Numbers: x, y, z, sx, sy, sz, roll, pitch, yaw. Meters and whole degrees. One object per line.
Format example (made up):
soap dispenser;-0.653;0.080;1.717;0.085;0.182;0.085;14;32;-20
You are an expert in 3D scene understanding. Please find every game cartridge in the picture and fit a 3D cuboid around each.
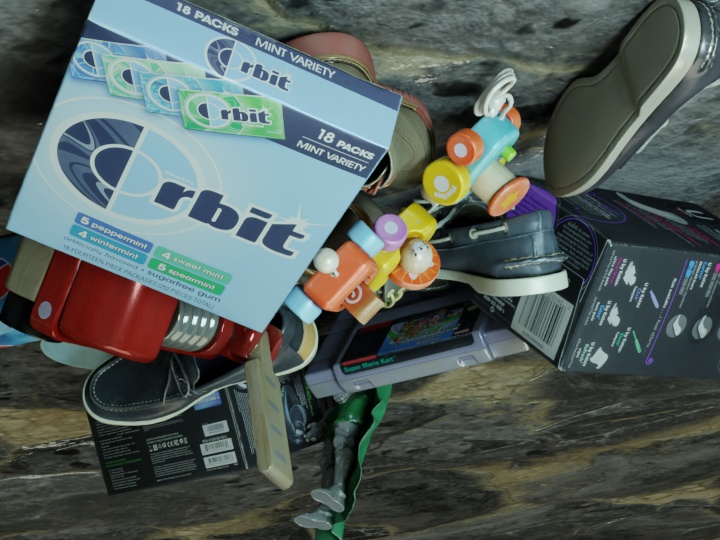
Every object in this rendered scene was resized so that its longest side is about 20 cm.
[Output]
game cartridge;0.058;0.042;1.302;0.200;0.038;0.130;-15;-160;27

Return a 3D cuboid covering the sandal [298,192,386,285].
sandal;-0.022;-0.029;1.103;0.055;0.082;0.200;34;174;29

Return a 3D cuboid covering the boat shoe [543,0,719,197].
boat shoe;0.177;-0.100;0.990;0.063;0.073;0.200;3;155;-20

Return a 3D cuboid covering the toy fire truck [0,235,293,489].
toy fire truck;-0.122;0.047;1.065;0.200;0.129;0.176;23;-178;34

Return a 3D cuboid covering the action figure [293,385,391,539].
action figure;-0.010;0.126;1.336;0.055;0.200;0.118;24;135;-9

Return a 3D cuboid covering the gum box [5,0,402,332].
gum box;-0.094;-0.059;0.891;0.170;0.045;0.200;23;141;-12

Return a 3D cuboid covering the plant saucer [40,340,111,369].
plant saucer;-0.167;0.039;1.321;0.200;0.039;0.201;-7;161;-2

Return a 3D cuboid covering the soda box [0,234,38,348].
soda box;-0.291;0.023;1.181;0.199;0.064;0.068;-11;161;11

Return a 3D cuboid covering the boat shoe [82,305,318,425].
boat shoe;-0.133;0.069;1.253;0.199;0.075;0.062;-17;155;11

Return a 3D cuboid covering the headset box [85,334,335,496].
headset box;-0.111;0.125;1.421;0.174;0.093;0.200;-16;178;37

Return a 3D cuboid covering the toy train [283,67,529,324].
toy train;0.043;-0.030;0.994;0.200;0.056;0.150;-45;173;-3

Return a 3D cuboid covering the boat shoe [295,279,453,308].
boat shoe;-0.002;0.001;1.236;0.201;0.060;0.072;8;156;-40

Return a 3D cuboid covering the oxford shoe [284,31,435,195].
oxford shoe;0.000;-0.076;0.981;0.070;0.075;0.200;-15;161;19

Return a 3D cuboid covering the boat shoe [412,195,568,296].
boat shoe;0.079;-0.022;1.115;0.075;0.062;0.200;-7;-172;-19

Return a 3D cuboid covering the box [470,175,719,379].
box;0.205;0.008;1.193;0.200;0.106;0.122;5;-157;-35
